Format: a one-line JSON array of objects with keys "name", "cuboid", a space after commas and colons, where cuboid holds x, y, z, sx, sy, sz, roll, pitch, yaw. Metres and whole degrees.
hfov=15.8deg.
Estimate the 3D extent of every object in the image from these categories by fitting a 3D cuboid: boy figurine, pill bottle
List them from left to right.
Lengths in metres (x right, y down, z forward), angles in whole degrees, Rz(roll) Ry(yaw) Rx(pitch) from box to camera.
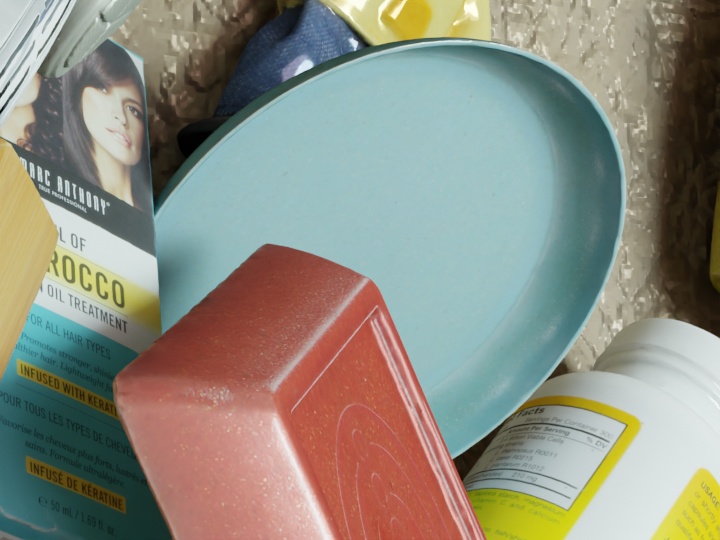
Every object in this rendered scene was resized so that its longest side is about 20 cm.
[{"name": "boy figurine", "cuboid": [0.014, -0.099, 0.964, 0.124, 0.064, 0.200, 50, 59, -31]}, {"name": "pill bottle", "cuboid": [0.081, 0.110, 0.988, 0.200, 0.104, 0.104, -50, 121, -34]}]

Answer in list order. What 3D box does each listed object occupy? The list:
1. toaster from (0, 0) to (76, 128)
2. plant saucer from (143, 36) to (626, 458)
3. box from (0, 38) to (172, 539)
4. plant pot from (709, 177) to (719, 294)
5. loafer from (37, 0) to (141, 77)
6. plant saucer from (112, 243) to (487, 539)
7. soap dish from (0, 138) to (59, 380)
[{"name": "toaster", "cuboid": [-0.132, -0.103, 0.605, 0.129, 0.114, 0.200, 58, 34, -35]}, {"name": "plant saucer", "cuboid": [0.000, 0.000, 0.900, 0.200, 0.027, 0.200, -17, 133, -19]}, {"name": "box", "cuboid": [-0.105, 0.006, 0.790, 0.082, 0.049, 0.200, 29, 42, -40]}, {"name": "plant pot", "cuboid": [0.230, -0.024, 1.109, 0.200, 0.200, 0.142, 41, 85, -36]}, {"name": "loafer", "cuboid": [-0.076, -0.129, 0.851, 0.063, 0.072, 0.200, 39, 31, -3]}, {"name": "plant saucer", "cuboid": [0.006, 0.094, 0.770, 0.200, 0.037, 0.200, -49, 117, -75]}, {"name": "soap dish", "cuboid": [-0.191, 0.004, 0.659, 0.200, 0.081, 0.157, 21, 52, -2]}]
